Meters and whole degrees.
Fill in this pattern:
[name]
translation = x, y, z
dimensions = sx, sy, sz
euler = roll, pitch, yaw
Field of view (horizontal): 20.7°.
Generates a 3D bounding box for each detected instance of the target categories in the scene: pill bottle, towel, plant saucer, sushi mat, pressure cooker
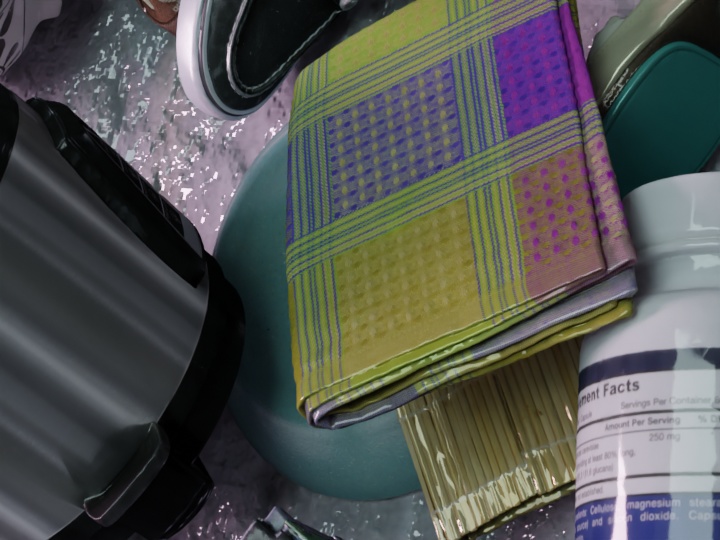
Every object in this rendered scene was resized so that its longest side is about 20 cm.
[pill bottle]
translation = 0.134, 0.072, 0.722
dimensions = 0.110, 0.111, 0.202
euler = -6, 73, 34
[towel]
translation = 0.032, -0.036, 0.779
dimensions = 0.143, 0.023, 0.201
euler = -25, 44, 20
[plant saucer]
translation = 0.000, 0.000, 0.886
dimensions = 0.198, 0.036, 0.202
euler = -11, 70, 32
[sushi mat]
translation = 0.045, 0.005, 0.822
dimensions = 0.095, 0.012, 0.202
euler = -25, 69, 16
[pressure cooker]
translation = -0.149, 0.035, 0.864
dimensions = 0.178, 0.200, 0.177
euler = -25, 37, 38

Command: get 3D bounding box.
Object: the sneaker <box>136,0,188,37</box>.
[sneaker]
translation = -0.114, -0.189, 0.996
dimensions = 0.071, 0.075, 0.200
euler = -49, 55, 13

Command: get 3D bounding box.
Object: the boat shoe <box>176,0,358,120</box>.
[boat shoe]
translation = -0.016, -0.158, 0.919
dimensions = 0.068, 0.073, 0.201
euler = 28, 87, 48

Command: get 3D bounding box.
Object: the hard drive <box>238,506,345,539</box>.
[hard drive]
translation = 0.049, 0.169, 0.719
dimensions = 0.200, 0.140, 0.038
euler = 38, 89, 28

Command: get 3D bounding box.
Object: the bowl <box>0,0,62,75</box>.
[bowl]
translation = -0.204, -0.175, 1.024
dimensions = 0.093, 0.201, 0.203
euler = -4, 68, -12

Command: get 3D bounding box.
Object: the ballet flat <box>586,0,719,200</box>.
[ballet flat]
translation = 0.136, -0.100, 0.806
dimensions = 0.201, 0.069, 0.069
euler = -51, 54, 9
